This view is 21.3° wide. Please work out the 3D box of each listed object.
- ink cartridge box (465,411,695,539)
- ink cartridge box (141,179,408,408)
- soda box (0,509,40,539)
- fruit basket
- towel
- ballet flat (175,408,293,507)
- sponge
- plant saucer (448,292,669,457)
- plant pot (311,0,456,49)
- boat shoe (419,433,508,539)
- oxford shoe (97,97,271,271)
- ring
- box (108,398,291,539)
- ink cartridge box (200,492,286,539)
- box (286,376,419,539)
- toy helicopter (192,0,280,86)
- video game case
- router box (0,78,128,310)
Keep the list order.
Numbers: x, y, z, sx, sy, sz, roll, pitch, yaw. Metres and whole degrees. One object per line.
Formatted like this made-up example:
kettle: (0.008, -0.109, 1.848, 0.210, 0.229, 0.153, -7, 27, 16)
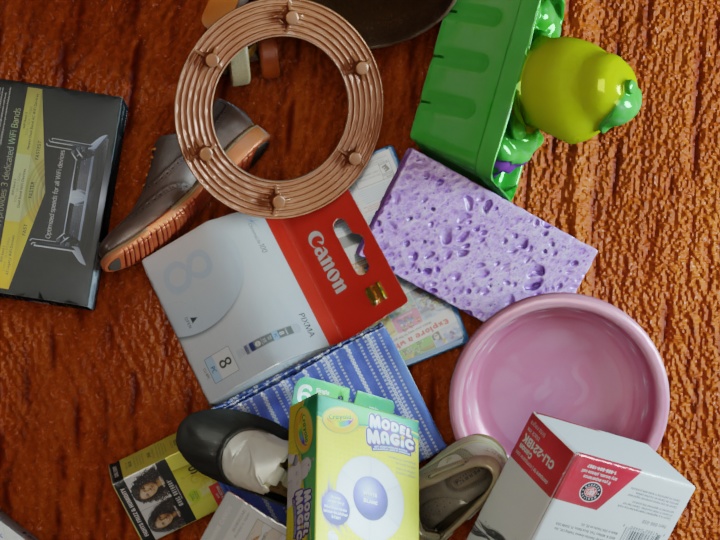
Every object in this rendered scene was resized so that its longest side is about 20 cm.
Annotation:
ink cartridge box: (0.179, 0.242, 1.685, 0.144, 0.084, 0.200, 18, 104, -32)
ink cartridge box: (-0.080, 0.012, 1.736, 0.200, 0.047, 0.160, -31, 66, 7)
soda box: (-0.285, 0.295, 1.734, 0.200, 0.063, 0.068, 37, 85, 2)
fruit basket: (0.164, -0.167, 1.744, 0.215, 0.156, 0.216, -2, 81, 12)
towel: (-0.037, 0.150, 1.721, 0.200, 0.024, 0.145, -28, 112, -3)
ballet flat: (-0.065, 0.175, 1.675, 0.200, 0.068, 0.068, 25, 88, -23)
sponge: (0.107, -0.018, 1.768, 0.200, 0.030, 0.112, 28, 92, -7)
plant saucer: (0.180, 0.115, 1.750, 0.200, 0.051, 0.201, 0, 101, 0)
plant pot: (-0.003, -0.338, 1.748, 0.187, 0.187, 0.200, 1, 56, -1)
boat shoe: (0.048, 0.224, 1.725, 0.200, 0.065, 0.072, -38, 97, 16)
oxford shoe: (-0.177, -0.078, 1.772, 0.073, 0.071, 0.200, 44, 72, 8)
ring: (-0.069, -0.144, 1.713, 0.200, 0.019, 0.201, -5, 103, -21)
box: (-0.124, 0.171, 1.746, 0.200, 0.050, 0.075, -25, 110, -5)
ink cartridge box: (-0.062, 0.303, 1.714, 0.200, 0.047, 0.160, 30, 109, 3)
box: (-0.005, 0.191, 1.642, 0.117, 0.048, 0.200, 17, 59, -34)
toy helicopter: (-0.124, -0.270, 1.760, 0.079, 0.132, 0.200, -7, 84, -2)
video game case: (0.000, 0.000, 1.794, 0.143, 0.018, 0.200, -21, 85, -4)
router box: (-0.310, -0.072, 1.775, 0.157, 0.052, 0.200, 9, 84, 0)
